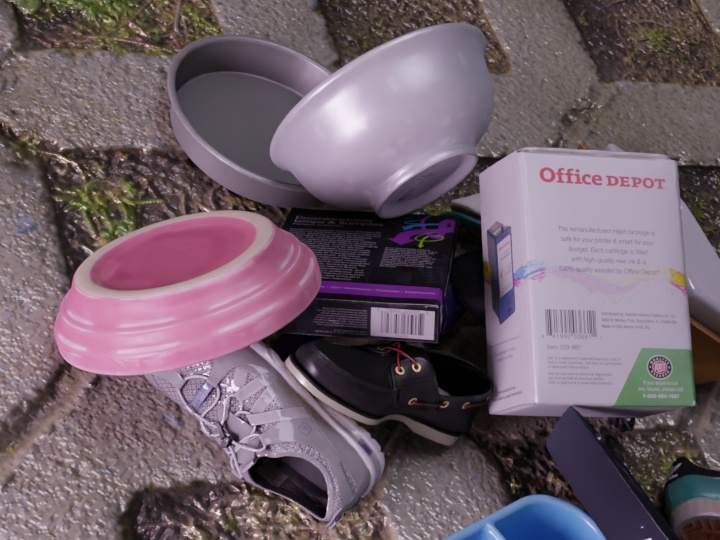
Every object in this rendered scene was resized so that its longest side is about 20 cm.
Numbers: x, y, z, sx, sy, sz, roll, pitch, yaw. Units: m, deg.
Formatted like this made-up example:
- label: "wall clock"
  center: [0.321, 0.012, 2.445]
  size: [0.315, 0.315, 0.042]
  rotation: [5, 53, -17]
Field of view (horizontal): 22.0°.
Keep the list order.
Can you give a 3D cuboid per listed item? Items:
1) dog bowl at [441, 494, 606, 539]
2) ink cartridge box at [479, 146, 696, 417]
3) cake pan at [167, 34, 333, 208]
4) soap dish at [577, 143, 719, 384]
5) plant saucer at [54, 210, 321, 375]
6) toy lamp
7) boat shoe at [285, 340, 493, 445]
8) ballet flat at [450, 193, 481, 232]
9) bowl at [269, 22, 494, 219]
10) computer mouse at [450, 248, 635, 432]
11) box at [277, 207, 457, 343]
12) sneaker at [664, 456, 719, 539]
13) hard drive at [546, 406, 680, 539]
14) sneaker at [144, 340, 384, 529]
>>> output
- label: "dog bowl"
  center: [0.109, 0.227, 1.344]
  size: [0.199, 0.050, 0.112]
  rotation: [-19, 58, -44]
- label: "ink cartridge box"
  center: [0.177, 0.012, 1.456]
  size: [0.144, 0.087, 0.202]
  rotation: [2, 79, -21]
- label: "cake pan"
  center: [-0.080, -0.129, 1.623]
  size: [0.199, 0.037, 0.201]
  rotation: [17, 41, -15]
- label: "soap dish"
  center: [0.258, -0.002, 1.624]
  size: [0.157, 0.081, 0.201]
  rotation: [30, 29, -46]
- label: "plant saucer"
  center: [-0.129, 0.008, 1.344]
  size: [0.199, 0.051, 0.201]
  rotation: [-12, 23, 5]
- label: "toy lamp"
  center: [0.017, 0.045, 1.481]
  size: [0.058, 0.058, 0.199]
  rotation: [45, 43, 19]
- label: "boat shoe"
  center: [0.023, 0.079, 1.385]
  size: [0.201, 0.063, 0.074]
  rotation: [19, 25, -47]
- label: "ballet flat"
  center: [0.161, -0.041, 1.598]
  size: [0.069, 0.070, 0.199]
  rotation: [-9, 25, -37]
- label: "bowl"
  center: [0.034, -0.105, 1.497]
  size: [0.200, 0.201, 0.091]
  rotation: [-15, 69, -41]
- label: "computer mouse"
  center: [0.163, 0.036, 1.539]
  size: [0.199, 0.053, 0.139]
  rotation: [32, 33, -22]
- label: "box"
  center: [0.000, 0.000, 1.453]
  size: [0.142, 0.036, 0.200]
  rotation: [4, 23, 6]
- label: "sneaker"
  center: [0.340, 0.196, 1.503]
  size: [0.198, 0.072, 0.080]
  rotation: [15, 44, -16]
- label: "hard drive"
  center: [0.216, 0.202, 1.392]
  size: [0.201, 0.042, 0.135]
  rotation: [55, 6, 26]
- label: "sneaker"
  center: [-0.076, 0.109, 1.336]
  size: [0.199, 0.075, 0.082]
  rotation: [31, 37, 2]
